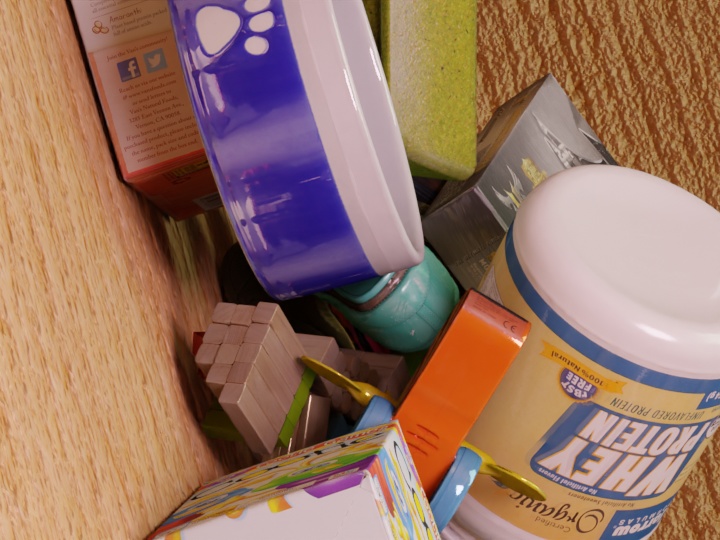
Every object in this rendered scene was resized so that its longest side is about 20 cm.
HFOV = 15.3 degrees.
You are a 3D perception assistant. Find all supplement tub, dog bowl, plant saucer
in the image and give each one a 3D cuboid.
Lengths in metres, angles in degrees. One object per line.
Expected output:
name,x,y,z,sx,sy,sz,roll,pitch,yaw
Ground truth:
supplement tub,0.114,0.062,1.390,0.145,0.144,0.200,-102,-149,-49
dog bowl,-0.033,-0.089,1.348,0.200,0.078,0.201,-16,90,-84
plant saucer,-0.033,-0.153,1.486,0.048,0.199,0.201,-24,118,-57

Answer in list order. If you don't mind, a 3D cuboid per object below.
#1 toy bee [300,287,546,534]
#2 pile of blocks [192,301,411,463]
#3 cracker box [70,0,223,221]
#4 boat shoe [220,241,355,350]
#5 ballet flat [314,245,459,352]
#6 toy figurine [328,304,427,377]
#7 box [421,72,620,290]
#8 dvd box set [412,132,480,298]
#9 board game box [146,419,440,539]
toy bee,0.014,0.091,1.325,0.131,0.200,0.109,51,10,-5
pile of blocks,-0.039,0.069,1.378,0.200,0.062,0.082,24,74,-61
cracker box,-0.112,-0.137,1.406,0.134,0.057,0.201,43,29,-79
boat shoe,-0.028,0.061,1.523,0.065,0.073,0.200,58,13,-47
ballet flat,0.000,0.000,1.480,0.070,0.067,0.200,43,-1,-27
toy figurine,-0.028,-0.032,1.644,0.184,0.150,0.200,55,18,-32
box,0.123,-0.016,1.629,0.159,0.048,0.200,53,27,-9
dvd box set,0.059,-0.027,1.633,0.200,0.029,0.147,27,45,-45
board game box,-0.021,0.138,1.174,0.200,0.104,0.103,-29,101,-85
